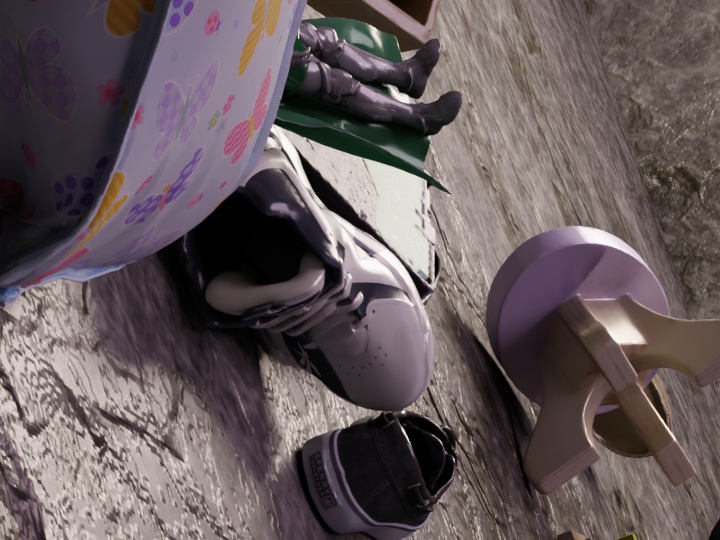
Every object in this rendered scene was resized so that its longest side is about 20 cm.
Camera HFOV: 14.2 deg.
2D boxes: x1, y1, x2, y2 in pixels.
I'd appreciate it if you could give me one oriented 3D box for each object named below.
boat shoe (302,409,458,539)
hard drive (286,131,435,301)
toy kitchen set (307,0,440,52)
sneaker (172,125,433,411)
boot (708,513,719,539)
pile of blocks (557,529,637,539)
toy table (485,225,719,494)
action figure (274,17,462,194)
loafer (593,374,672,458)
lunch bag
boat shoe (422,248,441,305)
[{"bbox_3d":[0.022,0.104,1.509,0.200,0.057,0.069,1,67,-77],"label":"boat shoe"},{"bbox_3d":[-0.039,-0.077,1.480,0.200,0.038,0.140,45,21,-21],"label":"hard drive"},{"bbox_3d":[0.038,-0.241,1.537,0.180,0.200,0.163,32,64,-36],"label":"toy kitchen set"},{"bbox_3d":[-0.031,0.013,1.374,0.130,0.079,0.199,-86,151,-61],"label":"sneaker"},{"bbox_3d":[0.356,0.288,2.651,0.200,0.076,0.168,64,14,-56],"label":"boot"},{"bbox_3d":[0.205,0.239,2.093,0.200,0.062,0.082,56,17,-48],"label":"pile of blocks"},{"bbox_3d":[0.177,0.067,2.036,0.200,0.184,0.117,37,15,-47],"label":"toy table"},{"bbox_3d":[-0.050,-0.104,1.352,0.200,0.055,0.118,12,35,-28],"label":"action figure"},{"bbox_3d":[0.178,0.074,2.255,0.200,0.076,0.067,54,17,-18],"label":"loafer"},{"bbox_3d":[-0.101,-0.093,1.095,0.170,0.127,0.200,-18,124,-71],"label":"lunch bag"},{"bbox_3d":[0.000,0.001,1.572,0.201,0.066,0.072,-10,79,-78],"label":"boat shoe"}]
